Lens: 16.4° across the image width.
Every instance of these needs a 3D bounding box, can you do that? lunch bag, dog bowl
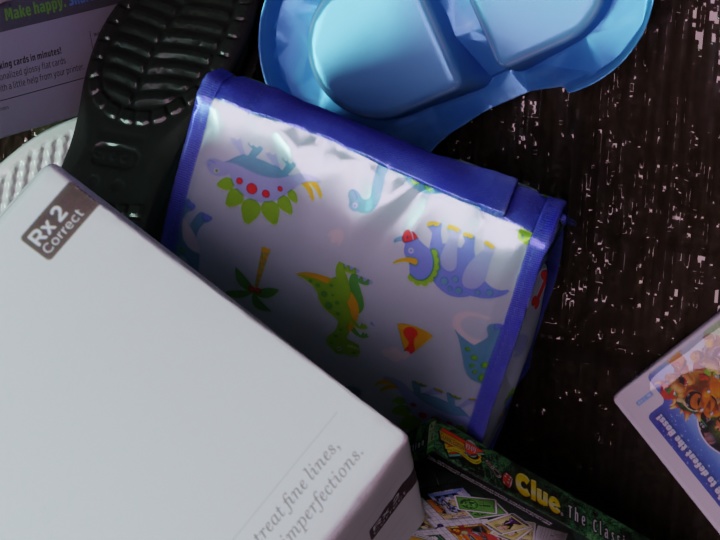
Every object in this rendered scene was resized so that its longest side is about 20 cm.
[{"bbox_3d":[0.000,0.000,1.129,0.169,0.128,0.200,21,149,8],"label":"lunch bag"},{"bbox_3d":[0.050,-0.123,1.165,0.199,0.050,0.112,-22,94,24],"label":"dog bowl"}]

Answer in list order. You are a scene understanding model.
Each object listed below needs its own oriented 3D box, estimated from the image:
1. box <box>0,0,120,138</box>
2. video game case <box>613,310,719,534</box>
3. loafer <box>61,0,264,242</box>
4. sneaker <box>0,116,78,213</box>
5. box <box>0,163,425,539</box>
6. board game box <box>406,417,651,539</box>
[{"bbox_3d":[-0.174,-0.167,1.178,0.041,0.156,0.201,-4,101,35],"label":"box"},{"bbox_3d":[0.236,0.056,1.156,0.200,0.018,0.143,-40,88,23],"label":"video game case"},{"bbox_3d":[-0.098,-0.061,1.197,0.073,0.071,0.201,18,75,23],"label":"loafer"},{"bbox_3d":[-0.164,-0.027,1.260,0.199,0.082,0.074,-26,96,0],"label":"sneaker"},{"bbox_3d":[-0.110,0.103,1.029,0.200,0.131,0.199,36,76,16],"label":"box"},{"bbox_3d":[0.070,0.135,1.157,0.200,0.024,0.105,31,132,-32],"label":"board game box"}]
